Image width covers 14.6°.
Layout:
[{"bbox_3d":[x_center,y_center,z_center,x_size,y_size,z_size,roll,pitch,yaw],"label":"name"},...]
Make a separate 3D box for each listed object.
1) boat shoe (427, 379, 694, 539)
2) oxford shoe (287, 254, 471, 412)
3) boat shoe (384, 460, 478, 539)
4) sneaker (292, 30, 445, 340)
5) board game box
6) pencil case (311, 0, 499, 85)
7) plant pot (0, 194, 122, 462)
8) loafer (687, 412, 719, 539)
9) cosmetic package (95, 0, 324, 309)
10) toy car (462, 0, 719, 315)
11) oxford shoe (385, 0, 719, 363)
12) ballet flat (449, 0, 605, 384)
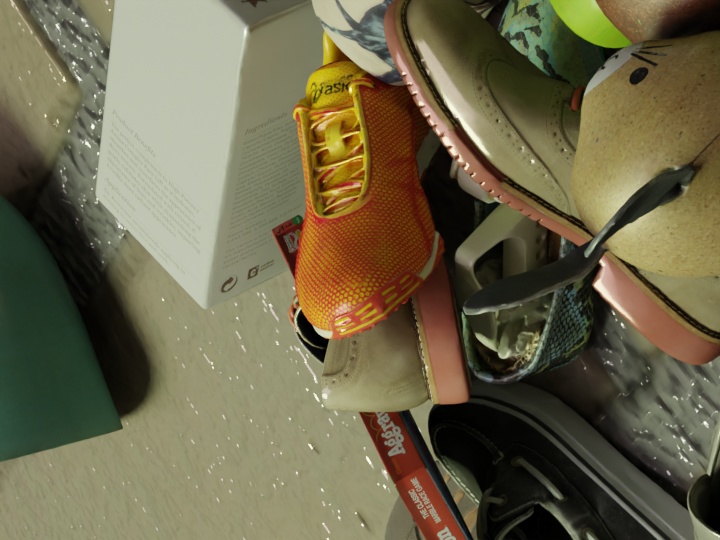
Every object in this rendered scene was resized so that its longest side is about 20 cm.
[{"bbox_3d":[0.088,0.114,1.323,0.200,0.071,0.072,31,139,44],"label":"boat shoe"},{"bbox_3d":[0.000,0.000,1.295,0.200,0.075,0.071,-105,3,-64],"label":"oxford shoe"},{"bbox_3d":[0.072,0.183,1.388,0.074,0.073,0.200,-39,50,20],"label":"boat shoe"},{"bbox_3d":[-0.006,-0.044,1.236,0.073,0.200,0.077,-25,123,19],"label":"sneaker"},{"bbox_3d":[0.011,0.067,1.345,0.103,0.019,0.200,59,-177,-40],"label":"board game box"},{"bbox_3d":[0.043,-0.154,1.176,0.078,0.090,0.200,26,150,-10],"label":"pencil case"},{"bbox_3d":[-0.257,0.043,1.675,0.200,0.200,0.161,-16,87,59],"label":"plant pot"},{"bbox_3d":[0.163,0.102,1.167,0.070,0.070,0.200,42,130,46],"label":"loafer"},{"bbox_3d":[-0.071,-0.088,1.404,0.102,0.074,0.200,45,143,26],"label":"cosmetic package"},{"bbox_3d":[0.111,-0.062,1.008,0.158,0.200,0.164,45,150,-3],"label":"toy car"},{"bbox_3d":[0.098,-0.053,1.145,0.200,0.070,0.075,41,124,-12],"label":"oxford shoe"},{"bbox_3d":[0.071,-0.030,1.240,0.074,0.074,0.200,31,137,41],"label":"ballet flat"}]
